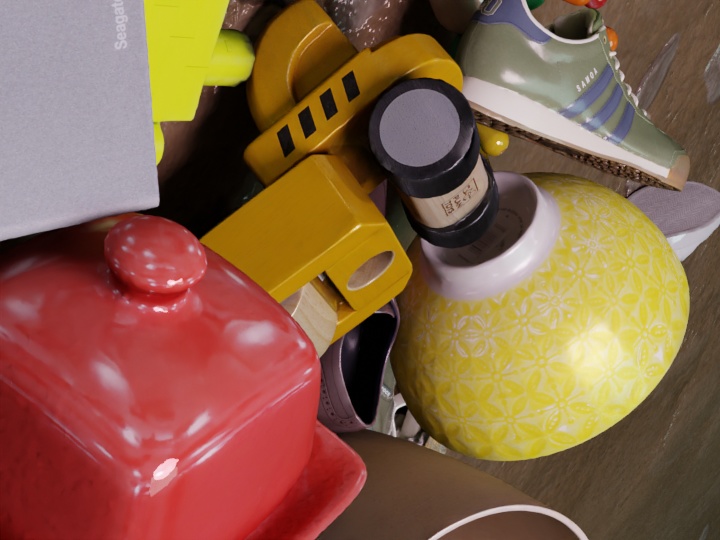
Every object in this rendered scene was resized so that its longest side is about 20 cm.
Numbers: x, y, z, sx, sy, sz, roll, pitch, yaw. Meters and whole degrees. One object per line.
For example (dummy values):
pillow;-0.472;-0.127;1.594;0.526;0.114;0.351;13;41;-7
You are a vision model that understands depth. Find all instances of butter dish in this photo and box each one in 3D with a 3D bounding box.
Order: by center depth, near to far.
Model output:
butter dish;-0.103;0.042;0.681;0.200;0.198;0.149;-34;151;-49

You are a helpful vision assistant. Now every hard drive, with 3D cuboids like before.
hard drive;-0.180;-0.067;0.599;0.198;0.033;0.141;-14;133;-17

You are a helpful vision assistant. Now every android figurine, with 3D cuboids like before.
android figurine;-0.111;-0.132;0.736;0.199;0.041;0.184;-8;122;-58

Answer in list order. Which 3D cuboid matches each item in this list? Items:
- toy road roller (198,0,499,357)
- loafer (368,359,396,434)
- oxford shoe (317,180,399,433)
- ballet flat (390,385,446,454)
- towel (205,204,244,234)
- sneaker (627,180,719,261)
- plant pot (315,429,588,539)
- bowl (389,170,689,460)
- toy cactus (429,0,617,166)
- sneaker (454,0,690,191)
toy road roller;-0.026;-0.053;0.852;0.199;0.146;0.123;-39;159;-1
loafer;0.002;0.080;1.073;0.069;0.075;0.202;-30;140;-35
oxford shoe;0.000;0.000;0.948;0.071;0.072;0.203;6;89;-43
ballet flat;0.049;0.087;1.173;0.070;0.070;0.202;-12;126;-54
towel;-0.109;0.086;0.943;0.193;0.034;0.201;-47;149;-24
sneaker;0.253;-0.001;1.415;0.199;0.074;0.117;-28;140;-30
plant pot;0.013;0.176;0.933;0.185;0.200;0.190;-14;120;-27
bowl;0.092;0.004;0.948;0.201;0.199;0.108;-50;132;-17
toy cactus;0.081;-0.154;0.996;0.201;0.102;0.165;-50;131;-13
sneaker;0.141;-0.116;0.954;0.199;0.067;0.091;17;90;-34
